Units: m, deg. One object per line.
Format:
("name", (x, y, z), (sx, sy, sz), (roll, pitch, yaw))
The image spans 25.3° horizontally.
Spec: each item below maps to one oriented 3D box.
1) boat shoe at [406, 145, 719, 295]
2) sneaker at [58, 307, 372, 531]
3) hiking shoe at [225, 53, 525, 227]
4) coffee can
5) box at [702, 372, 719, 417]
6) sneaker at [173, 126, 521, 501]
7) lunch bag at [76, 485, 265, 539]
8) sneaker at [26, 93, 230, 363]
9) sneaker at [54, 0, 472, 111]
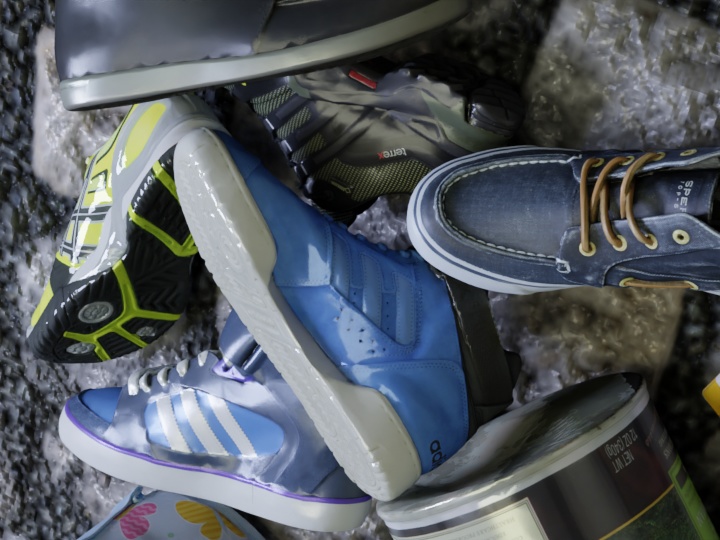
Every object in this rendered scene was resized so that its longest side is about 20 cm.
("boat shoe", (0.121, -0.029, 0.717), (0.200, 0.091, 0.071), (4, 77, 2))
("sneaker", (-0.070, 0.048, 0.879), (0.200, 0.081, 0.147), (14, 103, 25))
("hiking shoe", (-0.022, -0.072, 0.814), (0.200, 0.076, 0.101), (21, 110, 18))
("coffee can", (0.115, 0.171, 0.781), (0.146, 0.146, 0.200), (-25, 94, 29))
("box", (0.225, 0.050, 0.659), (0.119, 0.041, 0.200), (54, 154, 16))
("sneaker", (0.000, 0.000, 0.786), (0.200, 0.111, 0.077), (56, 160, 3))
("lunch bag", (-0.103, 0.232, 0.892), (0.127, 0.170, 0.200), (-38, 90, 31))
("sneaker", (-0.128, -0.023, 0.895), (0.200, 0.075, 0.077), (-50, 48, 33))
("sneaker", (-0.054, -0.140, 0.732), (0.199, 0.075, 0.107), (-9, 96, 12))
